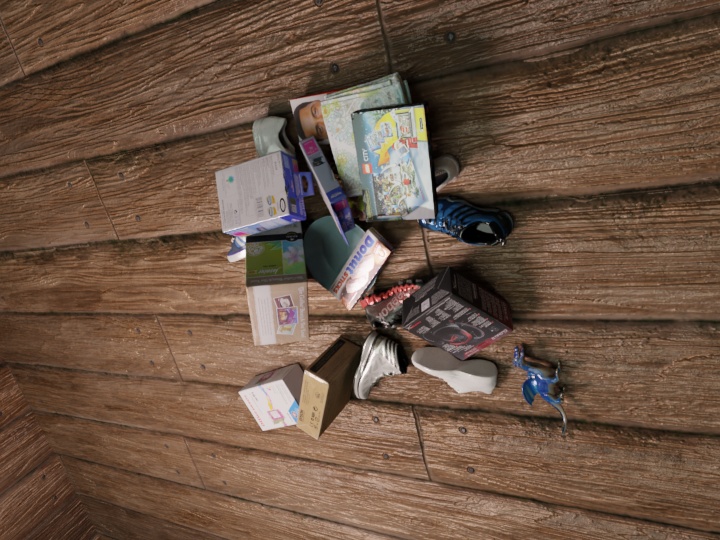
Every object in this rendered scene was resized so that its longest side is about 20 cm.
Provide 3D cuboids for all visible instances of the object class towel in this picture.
[{"bbox_3d":[0.025,-0.250,1.012,0.169,0.048,0.203,-7,110,25],"label":"towel"}]

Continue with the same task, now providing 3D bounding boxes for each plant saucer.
[{"bbox_3d":[-0.040,-0.036,1.245,0.198,0.039,0.204,14,121,24],"label":"plant saucer"}]

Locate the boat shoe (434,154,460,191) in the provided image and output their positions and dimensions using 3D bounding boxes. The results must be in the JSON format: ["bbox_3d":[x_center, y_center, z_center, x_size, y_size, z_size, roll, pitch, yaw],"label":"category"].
[{"bbox_3d":[0.105,-0.167,1.075,0.198,0.066,0.073,-15,108,35],"label":"boat shoe"}]

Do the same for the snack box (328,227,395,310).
[{"bbox_3d":[0.000,0.000,1.195,0.072,0.024,0.201,44,127,13],"label":"snack box"}]

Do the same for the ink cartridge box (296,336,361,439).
[{"bbox_3d":[-0.081,0.296,1.362,0.074,0.165,0.203,24,124,19],"label":"ink cartridge box"}]

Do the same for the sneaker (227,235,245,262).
[{"bbox_3d":[-0.281,-0.116,1.322,0.198,0.080,0.148,-20,96,39],"label":"sneaker"}]

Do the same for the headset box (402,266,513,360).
[{"bbox_3d":[0.206,0.098,1.111,0.198,0.076,0.148,29,132,-24],"label":"headset box"}]

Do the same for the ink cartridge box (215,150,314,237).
[{"bbox_3d":[-0.195,-0.159,1.117,0.197,0.076,0.139,-12,83,23],"label":"ink cartridge box"}]

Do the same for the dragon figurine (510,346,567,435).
[{"bbox_3d":[0.381,0.248,1.140,0.098,0.059,0.203,-8,110,32],"label":"dragon figurine"}]

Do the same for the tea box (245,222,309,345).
[{"bbox_3d":[-0.188,0.028,1.217,0.131,0.199,0.202,-5,136,-9],"label":"tea box"}]

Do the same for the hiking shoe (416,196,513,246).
[{"bbox_3d":[0.195,-0.096,1.048,0.197,0.087,0.076,9,119,26],"label":"hiking shoe"}]

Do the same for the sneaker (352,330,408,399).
[{"bbox_3d":[0.051,0.255,1.321,0.114,0.076,0.203,23,122,19],"label":"sneaker"}]

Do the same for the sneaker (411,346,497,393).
[{"bbox_3d":[0.211,0.241,1.231,0.197,0.076,0.090,12,132,22],"label":"sneaker"}]

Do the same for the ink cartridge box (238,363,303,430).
[{"bbox_3d":[-0.232,0.366,1.536,0.198,0.085,0.146,-22,103,37],"label":"ink cartridge box"}]

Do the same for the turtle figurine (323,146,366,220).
[{"bbox_3d":[-0.004,-0.188,1.108,0.198,0.064,0.164,5,113,39],"label":"turtle figurine"}]

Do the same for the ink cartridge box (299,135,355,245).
[{"bbox_3d":[-0.060,-0.160,1.083,0.120,0.041,0.202,70,175,-63],"label":"ink cartridge box"}]

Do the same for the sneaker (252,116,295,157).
[{"bbox_3d":[-0.177,-0.236,1.189,0.087,0.075,0.203,0,113,25],"label":"sneaker"}]

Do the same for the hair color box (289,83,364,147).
[{"bbox_3d":[-0.038,-0.314,1.083,0.197,0.061,0.103,0,115,30],"label":"hair color box"}]

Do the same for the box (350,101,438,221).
[{"bbox_3d":[0.064,-0.193,0.972,0.134,0.038,0.203,0,114,21],"label":"box"}]

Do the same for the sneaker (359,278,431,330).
[{"bbox_3d":[0.087,0.079,1.197,0.199,0.070,0.100,-22,75,37],"label":"sneaker"}]
